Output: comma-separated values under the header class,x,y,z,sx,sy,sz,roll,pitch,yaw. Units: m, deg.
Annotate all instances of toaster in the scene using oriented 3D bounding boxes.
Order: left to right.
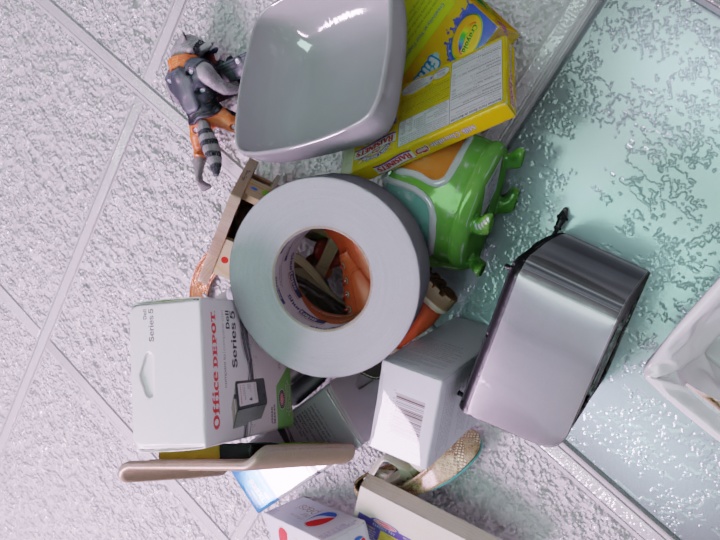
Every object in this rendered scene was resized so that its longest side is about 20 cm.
class,x,y,z,sx,sy,sz,roll,pitch,yaw
toaster,0.203,0.058,0.789,0.118,0.180,0.202,25,111,21

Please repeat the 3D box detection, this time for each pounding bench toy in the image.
class,x,y,z,sx,sy,sz,roll,pitch,yaw
pounding bench toy,-0.097,-0.052,0.986,0.155,0.200,0.125,23,116,-9

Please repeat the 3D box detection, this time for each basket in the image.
class,x,y,z,sx,sy,sz,roll,pitch,yaw
basket,0.383,0.054,0.711,0.135,0.123,0.201,41,117,18

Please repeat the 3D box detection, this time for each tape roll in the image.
class,x,y,z,sx,sy,sz,roll,pitch,yaw
tape roll,-0.031,0.003,0.786,0.198,0.066,0.202,3,102,14

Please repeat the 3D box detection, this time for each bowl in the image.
class,x,y,z,sx,sy,sz,roll,pitch,yaw
bowl,-0.034,-0.208,0.825,0.198,0.074,0.202,-8,66,34

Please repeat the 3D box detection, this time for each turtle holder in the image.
class,x,y,z,sx,sy,sz,roll,pitch,yaw
turtle holder,0.099,-0.078,0.855,0.131,0.185,0.142,21,84,16

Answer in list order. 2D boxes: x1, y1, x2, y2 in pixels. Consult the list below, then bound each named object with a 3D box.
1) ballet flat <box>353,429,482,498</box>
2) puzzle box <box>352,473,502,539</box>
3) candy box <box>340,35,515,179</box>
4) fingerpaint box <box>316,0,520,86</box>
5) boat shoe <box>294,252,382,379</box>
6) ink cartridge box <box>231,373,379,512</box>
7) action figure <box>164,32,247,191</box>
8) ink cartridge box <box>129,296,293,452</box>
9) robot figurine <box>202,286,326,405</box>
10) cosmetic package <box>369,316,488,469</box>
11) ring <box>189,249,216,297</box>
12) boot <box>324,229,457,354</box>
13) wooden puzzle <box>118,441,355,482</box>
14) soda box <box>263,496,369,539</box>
class,x,y,z,sx,sy,sz,roll,pitch,yaw
ballet flat,0.063,0.248,0.962,0.065,0.071,0.200,40,118,-14
puzzle box,0.082,0.341,0.953,0.199,0.025,0.134,24,131,14
candy box,0.067,-0.162,0.798,0.199,0.026,0.103,-19,49,32
fingerpaint box,0.053,-0.245,0.883,0.167,0.073,0.200,47,119,16
boat shoe,-0.039,0.065,0.891,0.200,0.065,0.073,42,117,-14
ink cartridge box,-0.052,0.207,0.983,0.200,0.145,0.084,-39,80,29
action figure,-0.187,-0.228,1.015,0.199,0.104,0.195,-23,93,31
ink cartridge box,-0.152,0.107,0.825,0.083,0.200,0.147,-6,84,19
robot figurine,-0.133,0.094,1.001,0.199,0.113,0.171,30,141,34
cosmetic package,0.091,0.127,0.852,0.071,0.200,0.102,16,107,26
ring,-0.166,0.056,1.099,0.199,0.019,0.203,5,101,29
boot,0.000,0.000,0.847,0.200,0.075,0.107,46,108,12
wooden puzzle,-0.132,0.204,0.843,0.198,0.185,0.038,-14,73,28
soda box,-0.058,0.355,1.010,0.200,0.063,0.069,-12,93,62
